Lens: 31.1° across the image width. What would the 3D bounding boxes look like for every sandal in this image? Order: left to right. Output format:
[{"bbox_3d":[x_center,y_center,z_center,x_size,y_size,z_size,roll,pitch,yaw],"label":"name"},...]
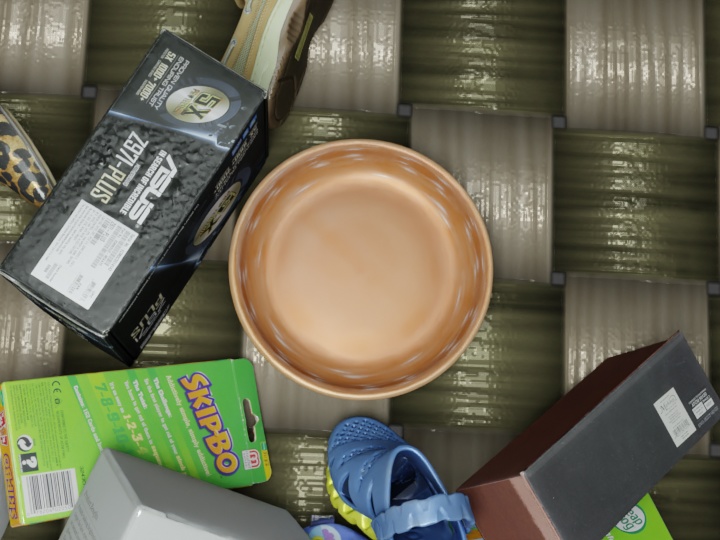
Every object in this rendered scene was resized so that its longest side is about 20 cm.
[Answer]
[{"bbox_3d":[0.031,0.154,0.891,0.079,0.200,0.087,-10,119,-20],"label":"sandal"}]

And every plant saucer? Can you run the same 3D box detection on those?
[{"bbox_3d":[0.000,0.000,0.987,0.200,0.037,0.201,1,79,-3],"label":"plant saucer"}]

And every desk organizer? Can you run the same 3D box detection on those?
[{"bbox_3d":[0.166,0.127,0.919,0.200,0.077,0.072,-33,94,-38],"label":"desk organizer"}]

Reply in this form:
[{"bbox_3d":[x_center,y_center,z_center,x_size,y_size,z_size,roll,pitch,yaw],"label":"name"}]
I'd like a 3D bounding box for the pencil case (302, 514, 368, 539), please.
[{"bbox_3d":[-0.002,0.254,0.866,0.087,0.200,0.078,-27,124,-2],"label":"pencil case"}]

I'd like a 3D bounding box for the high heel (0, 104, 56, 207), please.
[{"bbox_3d":[-0.323,-0.077,0.957,0.143,0.071,0.200,-41,68,-16],"label":"high heel"}]

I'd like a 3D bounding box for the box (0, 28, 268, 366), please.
[{"bbox_3d":[-0.152,-0.044,0.921,0.086,0.164,0.200,32,78,2],"label":"box"}]

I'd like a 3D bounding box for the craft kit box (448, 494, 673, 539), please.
[{"bbox_3d":[0.137,0.245,0.885,0.197,0.049,0.200,-8,41,-12],"label":"craft kit box"}]

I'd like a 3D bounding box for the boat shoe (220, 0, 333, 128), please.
[{"bbox_3d":[-0.068,-0.213,1.010,0.076,0.072,0.200,17,77,16],"label":"boat shoe"}]

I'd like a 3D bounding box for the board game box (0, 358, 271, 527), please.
[{"bbox_3d":[-0.156,0.118,0.918,0.200,0.030,0.096,-4,78,-36],"label":"board game box"}]

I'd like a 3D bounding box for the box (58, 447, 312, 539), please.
[{"bbox_3d":[-0.134,0.244,0.850,0.152,0.106,0.200,25,92,-27],"label":"box"}]

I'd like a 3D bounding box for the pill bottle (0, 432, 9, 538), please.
[{"bbox_3d":[-0.344,0.129,0.901,0.200,0.113,0.114,10,79,-2],"label":"pill bottle"}]
